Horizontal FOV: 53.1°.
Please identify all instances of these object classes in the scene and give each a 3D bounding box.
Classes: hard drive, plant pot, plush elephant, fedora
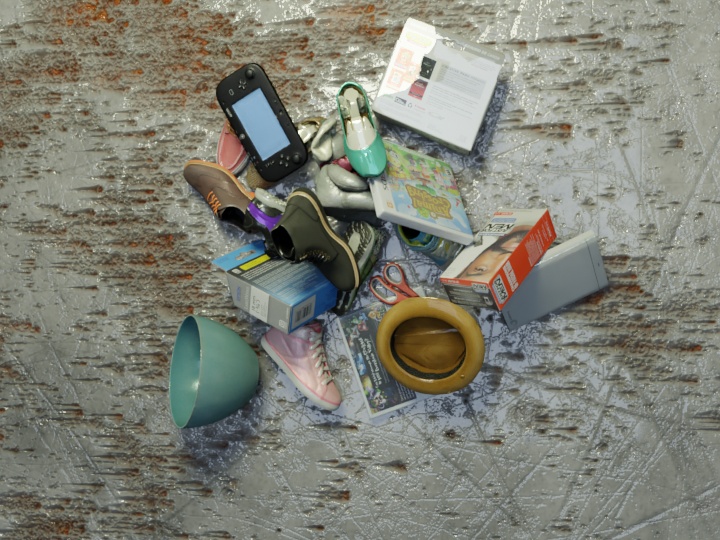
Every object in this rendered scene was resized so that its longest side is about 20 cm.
[{"bbox_3d":[0.335,0.021,1.279,0.196,0.027,0.133,-26,131,8],"label":"hard drive"},{"bbox_3d":[-0.267,0.192,1.346,0.132,0.199,0.206,8,94,-29],"label":"plant pot"},{"bbox_3d":[-0.031,-0.177,1.296,0.194,0.165,0.159,7,79,-5],"label":"plush elephant"},{"bbox_3d":[0.128,0.124,1.291,0.195,0.082,0.206,6,111,15],"label":"fedora"}]

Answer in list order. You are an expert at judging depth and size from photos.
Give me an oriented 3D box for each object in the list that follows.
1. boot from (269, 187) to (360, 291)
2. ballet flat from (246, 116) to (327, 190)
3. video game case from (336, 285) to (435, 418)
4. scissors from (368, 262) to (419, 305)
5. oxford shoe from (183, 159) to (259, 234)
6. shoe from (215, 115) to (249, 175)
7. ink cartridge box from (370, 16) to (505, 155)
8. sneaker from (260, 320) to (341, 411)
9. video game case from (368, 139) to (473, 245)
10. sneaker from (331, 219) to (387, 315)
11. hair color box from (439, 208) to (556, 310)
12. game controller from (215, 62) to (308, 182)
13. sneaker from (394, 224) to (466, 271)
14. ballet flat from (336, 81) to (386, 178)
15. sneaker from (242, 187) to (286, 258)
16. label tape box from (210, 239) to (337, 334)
[{"bbox_3d":[-0.081,-0.021,1.215,0.076,0.139,0.202,-26,109,28],"label":"boot"},{"bbox_3d":[-0.143,-0.226,1.358,0.199,0.065,0.071,-38,87,8],"label":"ballet flat"},{"bbox_3d":[0.068,0.155,1.364,0.178,0.023,0.205,-20,90,8],"label":"video game case"},{"bbox_3d":[0.104,0.064,1.334,0.199,0.014,0.074,39,89,13],"label":"scissors"},{"bbox_3d":[-0.262,-0.140,1.365,0.197,0.073,0.072,32,129,6],"label":"oxford shoe"},{"bbox_3d":[-0.232,-0.279,1.356,0.070,0.091,0.204,23,95,7],"label":"shoe"},{"bbox_3d":[0.142,-0.332,1.304,0.196,0.084,0.179,24,95,6],"label":"ink cartridge box"},{"bbox_3d":[-0.090,0.164,1.359,0.200,0.075,0.105,45,103,9],"label":"sneaker"},{"bbox_3d":[0.096,-0.141,1.242,0.022,0.196,0.185,-46,42,39],"label":"video game case"},{"bbox_3d":[0.000,0.000,1.342,0.077,0.087,0.203,46,125,35],"label":"sneaker"},{"bbox_3d":[0.238,-0.024,1.236,0.200,0.109,0.065,-47,122,-29],"label":"hair color box"},{"bbox_3d":[-0.176,-0.263,1.293,0.103,0.042,0.203,-28,102,6],"label":"game controller"},{"bbox_3d":[0.144,-0.045,1.291,0.196,0.131,0.081,26,94,6],"label":"sneaker"},{"bbox_3d":[-0.006,-0.242,1.201,0.066,0.071,0.203,-19,52,6],"label":"ballet flat"},{"bbox_3d":[-0.132,-0.062,1.339,0.198,0.070,0.101,31,96,-19],"label":"sneaker"},{"bbox_3d":[-0.159,0.026,1.321,0.197,0.143,0.065,25,122,28],"label":"label tape box"}]
